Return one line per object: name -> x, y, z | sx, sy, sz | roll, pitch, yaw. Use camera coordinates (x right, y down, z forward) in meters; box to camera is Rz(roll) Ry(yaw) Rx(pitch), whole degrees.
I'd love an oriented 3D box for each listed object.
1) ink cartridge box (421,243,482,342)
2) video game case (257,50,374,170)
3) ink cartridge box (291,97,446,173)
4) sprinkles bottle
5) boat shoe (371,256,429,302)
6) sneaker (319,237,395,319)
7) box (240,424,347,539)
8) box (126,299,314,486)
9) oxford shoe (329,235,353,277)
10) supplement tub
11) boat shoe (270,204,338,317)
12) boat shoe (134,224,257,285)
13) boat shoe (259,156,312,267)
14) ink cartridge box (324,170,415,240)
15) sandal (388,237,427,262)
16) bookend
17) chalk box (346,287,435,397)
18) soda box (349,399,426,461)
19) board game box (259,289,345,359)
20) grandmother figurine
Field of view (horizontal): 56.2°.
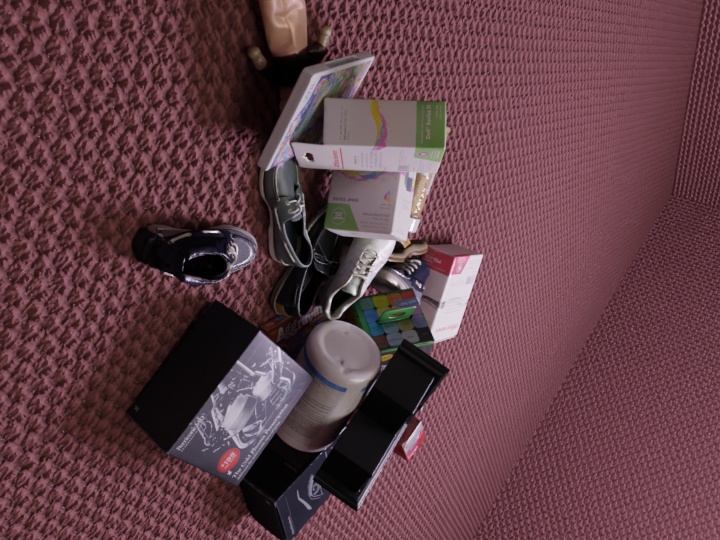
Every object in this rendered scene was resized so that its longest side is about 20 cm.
ink cartridge box -> 0.178, 0.048, 1.487 | 0.145, 0.084, 0.202 | -5, 113, -56
video game case -> -0.056, -0.217, 0.902 | 0.144, 0.018, 0.200 | -56, 174, 32
ink cartridge box -> 0.011, -0.181, 0.912 | 0.117, 0.198, 0.068 | 86, 6, -82
sprinkles bottle -> 0.101, -0.173, 1.227 | 0.068, 0.068, 0.202 | 3, 108, -57
boat shoe -> 0.079, 0.005, 1.314 | 0.093, 0.074, 0.200 | -68, 157, -11
sneaker -> 0.000, 0.000, 1.097 | 0.201, 0.070, 0.080 | -57, -166, 18
box -> -0.115, 0.367, 1.242 | 0.200, 0.104, 0.149 | -40, 142, -34
box -> -0.194, 0.181, 0.974 | 0.201, 0.104, 0.182 | -54, 144, -12
oxford shoe -> 0.002, -0.056, 1.144 | 0.072, 0.084, 0.202 | -5, 117, -57
supplement tub -> -0.060, 0.193, 1.126 | 0.132, 0.132, 0.201 | -21, 149, -49
boat shoe -> -0.072, -0.013, 1.083 | 0.201, 0.062, 0.075 | -62, 147, -8
boat shoe -> -0.186, -0.014, 0.875 | 0.199, 0.092, 0.075 | -5, 115, -55
boat shoe -> -0.099, -0.092, 0.983 | 0.073, 0.062, 0.201 | -32, 136, -39
ink cartridge box -> 0.021, -0.153, 1.028 | 0.067, 0.116, 0.202 | 18, 80, -64
sandal -> 0.063, -0.049, 1.256 | 0.199, 0.080, 0.055 | -16, 107, -56
bookend -> 0.033, 0.250, 1.092 | 0.199, 0.092, 0.201 | -51, 171, -42
chalk box -> 0.049, 0.119, 1.220 | 0.124, 0.125, 0.201 | -8, 141, -17
soda box -> 0.027, 0.282, 1.306 | 0.063, 0.199, 0.070 | -48, 145, -23
board game box -> -0.095, 0.097, 1.166 | 0.200, 0.019, 0.104 | -32, 135, -42
grandmother figurine -> -0.091, -0.287, 0.871 | 0.120, 0.061, 0.201 | -19, 135, -16
